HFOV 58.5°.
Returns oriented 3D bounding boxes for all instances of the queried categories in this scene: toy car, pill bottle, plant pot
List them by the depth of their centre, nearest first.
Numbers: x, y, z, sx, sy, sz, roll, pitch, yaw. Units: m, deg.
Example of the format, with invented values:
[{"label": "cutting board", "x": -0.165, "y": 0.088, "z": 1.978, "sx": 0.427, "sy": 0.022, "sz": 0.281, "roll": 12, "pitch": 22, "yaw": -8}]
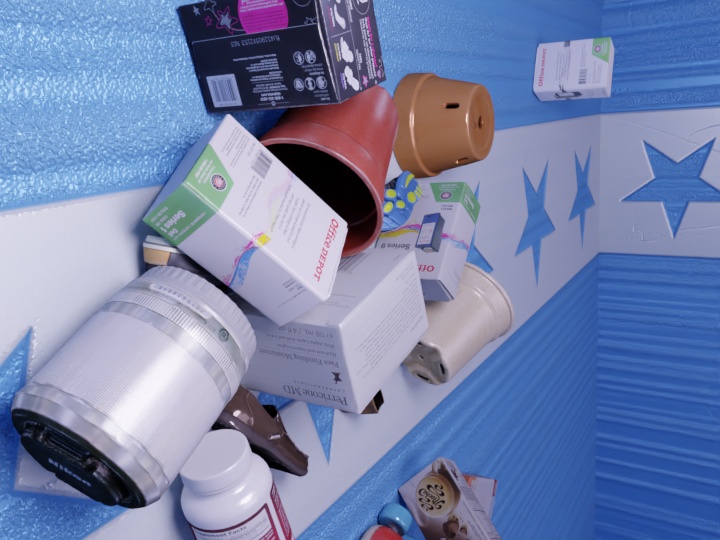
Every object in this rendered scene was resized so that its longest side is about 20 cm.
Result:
[{"label": "pill bottle", "x": -0.153, "y": 0.301, "z": 0.799, "sx": 0.113, "sy": 0.113, "sz": 0.200, "roll": -43, "pitch": 129, "yaw": -47}, {"label": "plant pot", "x": -0.041, "y": -0.155, "z": 0.866, "sx": 0.201, "sy": 0.201, "sz": 0.195, "roll": 62, "pitch": 36, "yaw": -40}, {"label": "toy car", "x": 0.099, "y": 0.554, "z": 1.150, "sx": 0.184, "sy": 0.200, "sz": 0.177, "roll": -46, "pitch": 131, "yaw": -45}, {"label": "plant pot", "x": 0.164, "y": -0.274, "z": 1.213, "sx": 0.200, "sy": 0.140, "sz": 0.200, "roll": -12, "pitch": 104, "yaw": -58}, {"label": "plant pot", "x": 0.161, "y": 0.110, "z": 1.232, "sx": 0.183, "sy": 0.200, "sz": 0.201, "roll": -44, "pitch": 131, "yaw": -31}]

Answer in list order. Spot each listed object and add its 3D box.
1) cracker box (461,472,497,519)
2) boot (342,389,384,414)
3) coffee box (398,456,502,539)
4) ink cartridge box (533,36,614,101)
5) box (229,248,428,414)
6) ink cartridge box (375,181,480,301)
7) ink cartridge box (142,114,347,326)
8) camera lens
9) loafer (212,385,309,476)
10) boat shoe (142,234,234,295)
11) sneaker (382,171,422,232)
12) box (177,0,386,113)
[{"label": "cracker box", "x": 0.264, "y": 0.561, "z": 1.550, "sx": 0.200, "sy": 0.058, "sz": 0.134, "roll": 32, "pitch": 67, "yaw": -54}, {"label": "boot", "x": -0.014, "y": 0.157, "z": 1.042, "sx": 0.074, "sy": 0.075, "sz": 0.200, "roll": -52, "pitch": 134, "yaw": -39}, {"label": "coffee box", "x": 0.178, "y": 0.482, "z": 1.249, "sx": 0.113, "sy": 0.200, "sz": 0.080, "roll": -40, "pitch": 145, "yaw": 10}, {"label": "ink cartridge box", "x": 0.605, "y": -0.568, "z": 1.827, "sx": 0.084, "sy": 0.200, "sz": 0.146, "roll": 15, "pitch": 81, "yaw": -60}, {"label": "box", "x": -0.045, "y": 0.066, "z": 0.862, "sx": 0.200, "sy": 0.199, "sz": 0.131, "roll": -43, "pitch": 129, "yaw": -47}, {"label": "ink cartridge box", "x": 0.115, "y": -0.054, "z": 1.154, "sx": 0.088, "sy": 0.145, "sz": 0.200, "roll": 45, "pitch": 57, "yaw": -50}, {"label": "ink cartridge box", "x": -0.120, "y": -0.055, "z": 0.736, "sx": 0.200, "sy": 0.084, "sz": 0.145, "roll": 42, "pitch": 36, "yaw": -23}, {"label": "camera lens", "x": -0.216, "y": 0.113, "z": 0.631, "sx": 0.200, "sy": 0.160, "sz": 0.160, "roll": -57, "pitch": 138, "yaw": -37}, {"label": "loafer", "x": -0.122, "y": 0.220, "z": 0.875, "sx": 0.200, "sy": 0.073, "sz": 0.071, "roll": 56, "pitch": 49, "yaw": -45}, {"label": "boat shoe", "x": -0.174, "y": 0.002, "z": 0.772, "sx": 0.200, "sy": 0.075, "sz": 0.062, "roll": 11, "pitch": 90, "yaw": -53}, {"label": "sneaker", "x": 0.043, "y": -0.106, "z": 1.086, "sx": 0.071, "sy": 0.083, "sz": 0.200, "roll": 52, "pitch": 33, "yaw": -7}, {"label": "box", "x": -0.088, "y": -0.264, "z": 0.752, "sx": 0.115, "sy": 0.200, "sz": 0.132, "roll": -42, "pitch": 128, "yaw": -47}]
